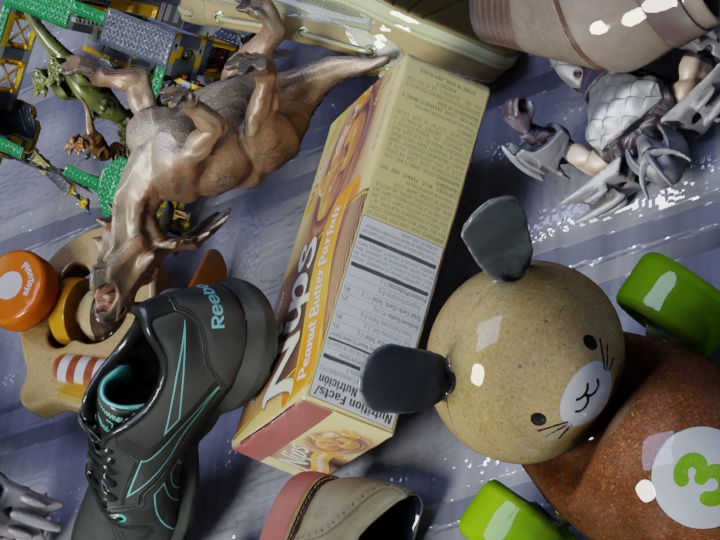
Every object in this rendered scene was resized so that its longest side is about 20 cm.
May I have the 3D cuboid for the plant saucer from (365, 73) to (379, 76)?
[{"bbox_3d":[0.046,-0.241,1.537,0.200,0.048,0.200,-36,44,19],"label":"plant saucer"}]

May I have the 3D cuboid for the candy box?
[{"bbox_3d":[0.000,0.000,1.370,0.115,0.055,0.200,141,148,-64],"label":"candy box"}]

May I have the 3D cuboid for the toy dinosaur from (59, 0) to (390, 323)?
[{"bbox_3d":[-0.078,-0.067,1.447,0.200,0.136,0.086,-24,39,-9],"label":"toy dinosaur"}]

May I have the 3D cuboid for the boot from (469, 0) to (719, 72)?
[{"bbox_3d":[0.117,-0.196,1.297,0.146,0.070,0.200,-6,89,39],"label":"boot"}]

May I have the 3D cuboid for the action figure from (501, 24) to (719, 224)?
[{"bbox_3d":[0.123,-0.109,1.360,0.130,0.069,0.200,-34,47,13],"label":"action figure"}]

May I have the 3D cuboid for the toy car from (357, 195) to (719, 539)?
[{"bbox_3d":[0.091,0.051,1.174,0.164,0.200,0.158,-55,41,-3],"label":"toy car"}]

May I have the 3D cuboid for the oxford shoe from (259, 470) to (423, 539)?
[{"bbox_3d":[-0.022,0.188,1.283,0.075,0.070,0.200,-4,61,35],"label":"oxford shoe"}]

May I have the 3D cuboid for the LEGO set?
[{"bbox_3d":[-0.137,-0.104,1.587,0.200,0.116,0.154,14,95,38],"label":"LEGO set"}]

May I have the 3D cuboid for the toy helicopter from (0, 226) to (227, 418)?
[{"bbox_3d":[-0.132,0.063,1.486,0.132,0.079,0.200,-23,59,18],"label":"toy helicopter"}]

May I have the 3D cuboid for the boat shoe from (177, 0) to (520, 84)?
[{"bbox_3d":[-0.007,-0.139,1.468,0.201,0.073,0.063,20,116,12],"label":"boat shoe"}]

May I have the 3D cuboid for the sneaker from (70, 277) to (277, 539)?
[{"bbox_3d":[-0.118,0.084,1.371,0.075,0.079,0.200,48,123,37],"label":"sneaker"}]

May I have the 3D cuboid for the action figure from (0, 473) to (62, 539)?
[{"bbox_3d":[-0.239,0.116,1.485,0.069,0.130,0.200,-56,24,3],"label":"action figure"}]
